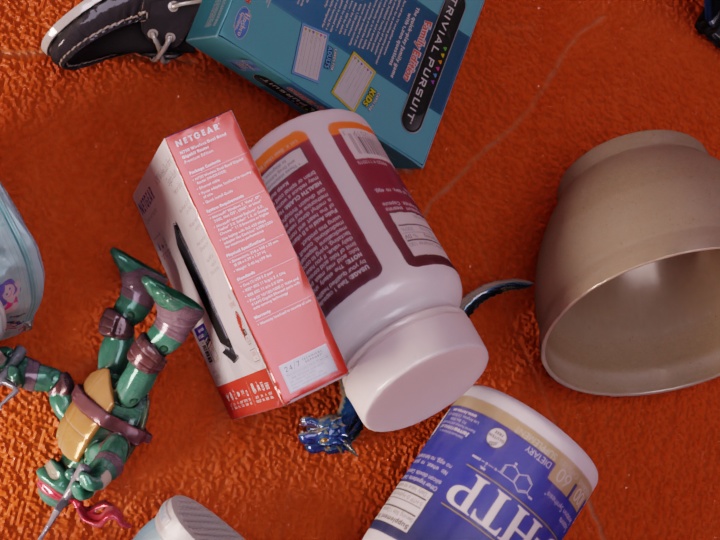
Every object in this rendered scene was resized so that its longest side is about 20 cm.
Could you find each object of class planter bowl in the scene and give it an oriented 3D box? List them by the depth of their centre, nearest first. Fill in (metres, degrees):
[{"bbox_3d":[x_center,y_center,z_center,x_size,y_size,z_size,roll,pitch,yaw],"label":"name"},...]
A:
[{"bbox_3d":[0.214,-0.015,1.162,0.197,0.201,0.136,-1,56,-15],"label":"planter bowl"}]

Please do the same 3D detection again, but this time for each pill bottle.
[{"bbox_3d":[0.000,0.000,1.080,0.113,0.115,0.201,-21,63,-16],"label":"pill bottle"},{"bbox_3d":[0.069,0.195,1.120,0.119,0.120,0.201,37,76,-7],"label":"pill bottle"}]

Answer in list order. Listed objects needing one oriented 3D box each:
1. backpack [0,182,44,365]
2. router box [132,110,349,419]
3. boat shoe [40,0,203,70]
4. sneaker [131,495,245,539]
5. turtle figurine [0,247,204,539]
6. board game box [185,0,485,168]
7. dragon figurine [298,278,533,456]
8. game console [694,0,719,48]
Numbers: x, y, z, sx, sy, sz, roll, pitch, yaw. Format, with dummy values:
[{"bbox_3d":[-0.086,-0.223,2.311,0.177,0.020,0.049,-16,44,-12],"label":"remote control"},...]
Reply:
[{"bbox_3d":[-0.289,-0.009,1.005,0.149,0.200,0.179,-28,85,-16],"label":"backpack"},{"bbox_3d":[-0.086,0.004,1.062,0.048,0.200,0.181,-24,88,-16],"label":"router box"},{"bbox_3d":[-0.132,-0.184,1.142,0.199,0.074,0.061,-27,86,-24],"label":"boat shoe"},{"bbox_3d":[-0.086,0.246,1.110,0.082,0.074,0.200,-42,101,14],"label":"sneaker"},{"bbox_3d":[-0.187,0.092,1.080,0.149,0.100,0.201,31,90,35],"label":"turtle figurine"},{"bbox_3d":[-0.012,-0.186,1.147,0.199,0.047,0.153,30,75,-34],"label":"board game box"},{"bbox_3d":[0.038,0.071,1.158,0.198,0.059,0.101,-16,87,-15],"label":"dragon figurine"},{"bbox_3d":[0.359,-0.263,1.253,0.170,0.118,0.201,36,76,-7],"label":"game console"}]
